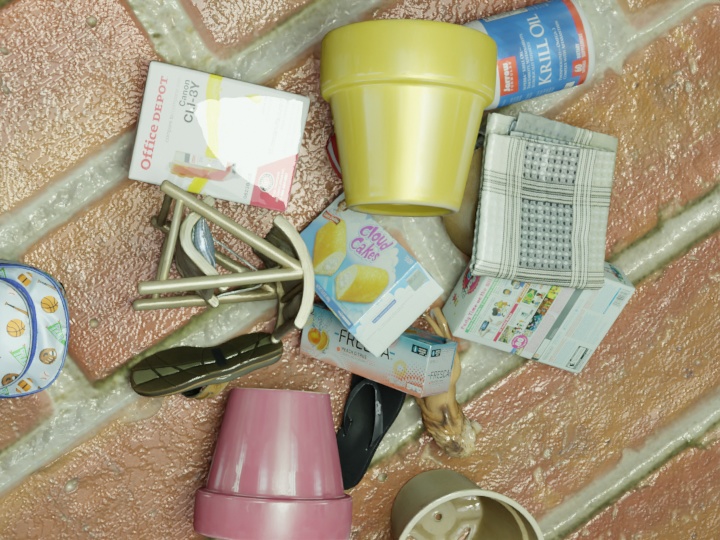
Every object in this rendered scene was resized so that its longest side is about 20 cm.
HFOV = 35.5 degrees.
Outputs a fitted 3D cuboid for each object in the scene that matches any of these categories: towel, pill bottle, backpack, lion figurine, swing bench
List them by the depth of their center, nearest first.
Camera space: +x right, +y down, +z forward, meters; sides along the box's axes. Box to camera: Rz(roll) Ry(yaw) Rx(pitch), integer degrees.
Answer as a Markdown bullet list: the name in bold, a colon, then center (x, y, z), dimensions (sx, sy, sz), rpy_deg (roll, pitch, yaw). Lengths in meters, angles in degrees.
- **swing bench**: center (-0.158, -0.002, 1.334), dimensions (0.198, 0.199, 0.131), rpy_deg (13, 78, -12)
- **backpack**: center (-0.442, 0.069, 1.343), dimensions (0.188, 0.154, 0.203), rpy_deg (-1, 97, -20)
- **towel**: center (0.227, -0.084, 1.360), dimensions (0.190, 0.034, 0.203), rpy_deg (7, 86, -22)
- **pill bottle**: center (0.182, -0.264, 1.405), dimensions (0.198, 0.112, 0.114), rpy_deg (-17, 102, -6)
- **lion figurine**: center (0.103, 0.145, 1.436), dimensions (0.072, 0.123, 0.201), rpy_deg (-22, 135, -8)

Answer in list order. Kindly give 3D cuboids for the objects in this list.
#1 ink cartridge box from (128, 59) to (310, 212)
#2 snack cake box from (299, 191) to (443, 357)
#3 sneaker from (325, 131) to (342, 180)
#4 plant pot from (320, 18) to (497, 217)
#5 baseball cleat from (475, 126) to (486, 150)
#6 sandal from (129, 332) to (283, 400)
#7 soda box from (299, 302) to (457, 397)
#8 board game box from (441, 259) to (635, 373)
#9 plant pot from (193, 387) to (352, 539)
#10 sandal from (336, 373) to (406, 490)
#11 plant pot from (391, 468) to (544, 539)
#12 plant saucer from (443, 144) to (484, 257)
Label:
- **ink cartridge box**: center (-0.175, -0.164, 1.376), dimensions (0.198, 0.083, 0.147), rpy_deg (12, 97, -11)
- **snack cake box**: center (0.000, 0.000, 1.371), dimensions (0.115, 0.200, 0.067), rpy_deg (-45, 130, 1)
- **sneaker**: center (0.008, -0.206, 1.417), dimensions (0.070, 0.113, 0.202), rpy_deg (18, 66, -10)
- **plant pot**: center (0.050, -0.161, 1.257), dimensions (0.198, 0.201, 0.191), rpy_deg (4, 86, -10)
- **baseball cleat**: center (0.130, -0.143, 1.447), dimensions (0.198, 0.070, 0.108), rpy_deg (11, 92, -21)
- **sandal**: center (-0.193, 0.130, 1.437), dimensions (0.198, 0.082, 0.055), rpy_deg (-15, 124, -14)
- **soda box**: center (0.019, 0.095, 1.401), dimensions (0.063, 0.198, 0.069), rpy_deg (-2, 106, -54)
- **board game box**: center (0.228, 0.038, 1.449), dimensions (0.198, 0.065, 0.148), rpy_deg (18, 117, -22)
- **plant pot**: center (-0.106, 0.240, 1.412), dimensions (0.197, 0.200, 0.181), rpy_deg (4, 83, -10)
- **sandal**: center (0.006, 0.195, 1.471), dimensions (0.075, 0.043, 0.202), rpy_deg (21, 97, 22)
- **plant pot**: center (0.119, 0.350, 1.460), dimensions (0.198, 0.183, 0.203), rpy_deg (-2, 100, -10)
- **plant saucer**: center (0.204, -0.081, 1.429), dimensions (0.198, 0.036, 0.202), rpy_deg (-7, 126, -9)
